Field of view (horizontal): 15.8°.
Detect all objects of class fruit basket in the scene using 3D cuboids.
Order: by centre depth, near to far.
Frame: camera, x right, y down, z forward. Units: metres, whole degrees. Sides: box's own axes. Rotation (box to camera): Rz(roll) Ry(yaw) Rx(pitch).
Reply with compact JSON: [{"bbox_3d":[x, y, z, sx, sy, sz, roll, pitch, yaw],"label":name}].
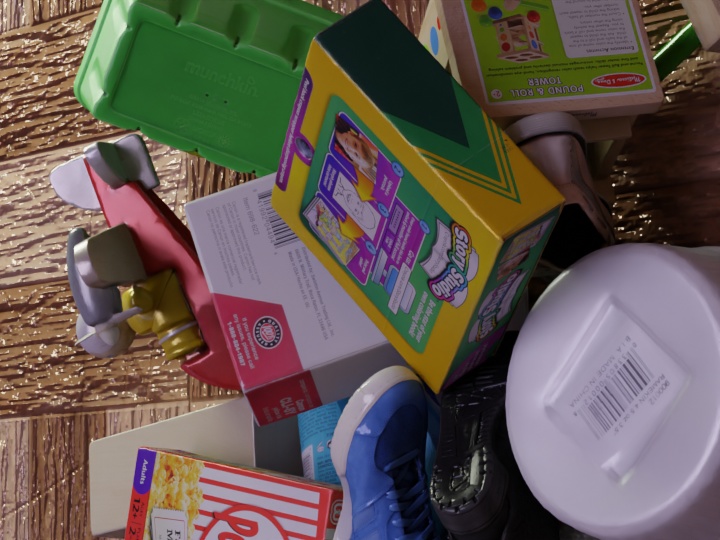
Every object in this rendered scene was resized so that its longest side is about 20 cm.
[{"bbox_3d":[-0.102,-0.144,1.903,0.216,0.215,0.156,41,116,43],"label":"fruit basket"}]

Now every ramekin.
[{"bbox_3d":[0.183,0.077,1.576,0.200,0.098,0.201,-12,73,42],"label":"ramekin"}]

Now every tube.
[{"bbox_3d":[-0.024,0.086,1.870,0.077,0.050,0.201,-30,59,42],"label":"tube"}]

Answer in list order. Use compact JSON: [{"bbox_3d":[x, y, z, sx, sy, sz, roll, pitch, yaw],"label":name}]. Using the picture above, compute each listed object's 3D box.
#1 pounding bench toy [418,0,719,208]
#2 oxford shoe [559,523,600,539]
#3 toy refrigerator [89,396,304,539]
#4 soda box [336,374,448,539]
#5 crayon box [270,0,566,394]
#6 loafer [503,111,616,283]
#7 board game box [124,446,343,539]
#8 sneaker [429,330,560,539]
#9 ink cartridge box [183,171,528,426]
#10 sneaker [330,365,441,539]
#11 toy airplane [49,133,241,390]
[{"bbox_3d":[0.137,-0.117,1.653,0.156,0.199,0.125,106,154,-60],"label":"pounding bench toy"},{"bbox_3d":[0.180,0.228,1.610,0.200,0.075,0.058,55,164,42],"label":"oxford shoe"},{"bbox_3d":[-0.118,0.152,1.953,0.200,0.070,0.076,-19,69,44],"label":"toy refrigerator"},{"bbox_3d":[0.037,0.102,1.781,0.068,0.064,0.200,-48,53,35],"label":"soda box"},{"bbox_3d":[0.030,-0.042,1.592,0.173,0.058,0.200,48,154,15],"label":"crayon box"},{"bbox_3d":[0.124,-0.026,1.612,0.072,0.200,0.063,-16,62,4],"label":"loafer"},{"bbox_3d":[-0.086,0.213,1.822,0.200,0.046,0.152,7,89,43],"label":"board game box"},{"bbox_3d":[0.089,0.139,1.642,0.060,0.104,0.200,-12,36,26],"label":"sneaker"},{"bbox_3d":[0.000,0.000,1.738,0.199,0.083,0.146,-18,66,-1],"label":"ink cartridge box"},{"bbox_3d":[0.035,0.165,1.663,0.111,0.077,0.200,36,129,37],"label":"sneaker"},{"bbox_3d":[-0.164,0.000,1.901,0.141,0.200,0.199,-45,39,11],"label":"toy airplane"}]
